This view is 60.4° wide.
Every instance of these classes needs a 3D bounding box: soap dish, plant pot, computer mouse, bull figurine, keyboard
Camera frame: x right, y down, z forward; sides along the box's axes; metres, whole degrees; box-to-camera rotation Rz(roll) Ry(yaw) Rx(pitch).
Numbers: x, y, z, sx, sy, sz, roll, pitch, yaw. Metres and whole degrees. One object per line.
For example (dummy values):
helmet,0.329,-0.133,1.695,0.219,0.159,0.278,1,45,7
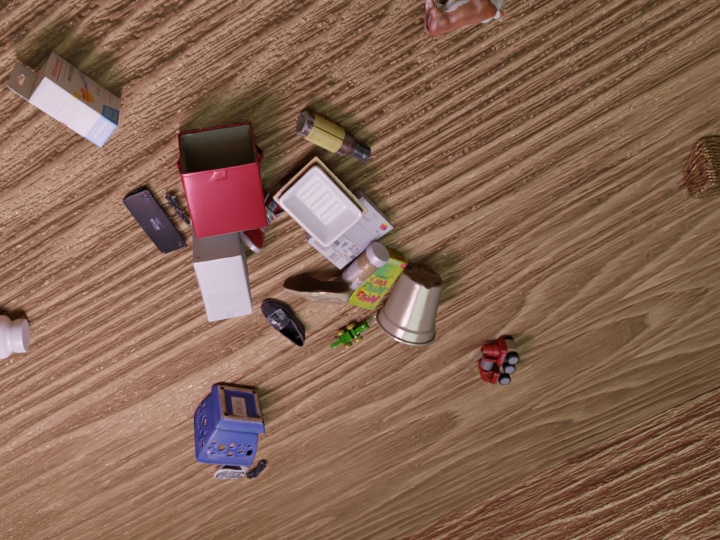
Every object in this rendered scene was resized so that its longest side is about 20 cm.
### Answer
soap dish,-0.101,-0.176,1.574,0.156,0.082,0.200,-38,116,17
plant pot,0.163,0.092,1.875,0.196,0.201,0.187,6,118,-23
plant pot,-0.424,0.498,2.026,0.196,0.202,0.182,15,120,-29
computer mouse,-0.464,0.756,2.352,0.197,0.045,0.110,14,130,-36
bull figurine,0.229,-0.584,1.353,0.196,0.066,0.123,-22,131,-1
keyboard,-0.493,-0.130,1.553,0.124,0.021,0.202,-18,135,6

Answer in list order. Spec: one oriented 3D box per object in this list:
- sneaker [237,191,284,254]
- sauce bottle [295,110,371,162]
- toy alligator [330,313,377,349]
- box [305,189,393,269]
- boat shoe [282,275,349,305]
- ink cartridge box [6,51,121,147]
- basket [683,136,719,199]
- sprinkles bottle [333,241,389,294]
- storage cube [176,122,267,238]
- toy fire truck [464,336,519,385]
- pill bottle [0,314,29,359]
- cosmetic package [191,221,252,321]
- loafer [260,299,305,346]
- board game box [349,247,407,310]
sneaker,-0.241,-0.123,1.525,0.112,0.201,0.071,-38,120,8
sauce bottle,-0.062,-0.317,1.496,0.197,0.065,0.065,22,122,-32
toy alligator,-0.010,0.195,1.990,0.198,0.060,0.054,-33,175,10
box,-0.030,-0.110,1.711,0.198,0.042,0.155,-37,133,17
boat shoe,-0.128,0.066,1.779,0.194,0.072,0.066,8,131,11
ink cartridge box,-0.589,-0.356,1.246,0.068,0.117,0.199,-40,131,19
basket,1.092,-0.313,1.891,0.195,0.153,0.143,-8,167,-11
sprinkles bottle,0.000,0.000,1.773,0.067,0.070,0.200,19,137,-31
storage cube,-0.315,-0.209,1.434,0.195,0.173,0.183,-10,134,-10
toy fire truck,0.459,0.337,2.239,0.194,0.130,0.179,4,132,-6
pill bottle,-0.973,0.175,1.601,0.195,0.114,0.114,-2,132,-16
cosmetic package,-0.351,-0.021,1.572,0.120,0.202,0.203,-11,134,-8
loafer,-0.227,0.162,1.875,0.071,0.064,0.200,-32,133,12
board game box,0.044,0.024,1.853,0.100,0.048,0.202,16,124,-30
